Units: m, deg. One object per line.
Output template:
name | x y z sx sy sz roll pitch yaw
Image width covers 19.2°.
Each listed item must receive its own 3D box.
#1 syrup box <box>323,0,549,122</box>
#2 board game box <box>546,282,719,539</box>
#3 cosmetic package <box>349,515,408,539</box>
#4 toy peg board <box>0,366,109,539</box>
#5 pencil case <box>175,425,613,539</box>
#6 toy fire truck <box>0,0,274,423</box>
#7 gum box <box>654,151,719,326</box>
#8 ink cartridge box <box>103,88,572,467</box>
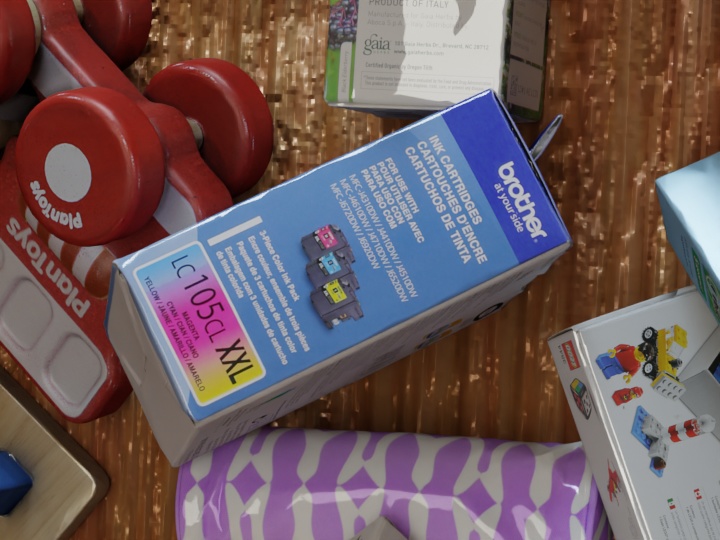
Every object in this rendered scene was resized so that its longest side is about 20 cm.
syrup box | 0.039 -0.166 0.914 0.081 0.079 0.201 3 92 17
board game box | 0.168 0.101 0.870 0.126 0.035 0.201 -17 85 -17
cosmetic package | 0.041 0.212 0.863 0.200 0.108 0.085 44 122 -8
toy peg board | -0.263 0.108 0.998 0.199 0.098 0.200 43 102 12
pencil case | 0.014 0.112 0.921 0.199 0.084 0.086 0 74 17
toy fire truck | -0.150 -0.049 0.966 0.200 0.112 0.168 45 121 12
gum box | 0.230 0.011 0.804 0.169 0.045 0.200 -24 50 -2
ink cartridge box | 0.000 0.000 0.875 0.199 0.136 0.077 -24 83 -13
